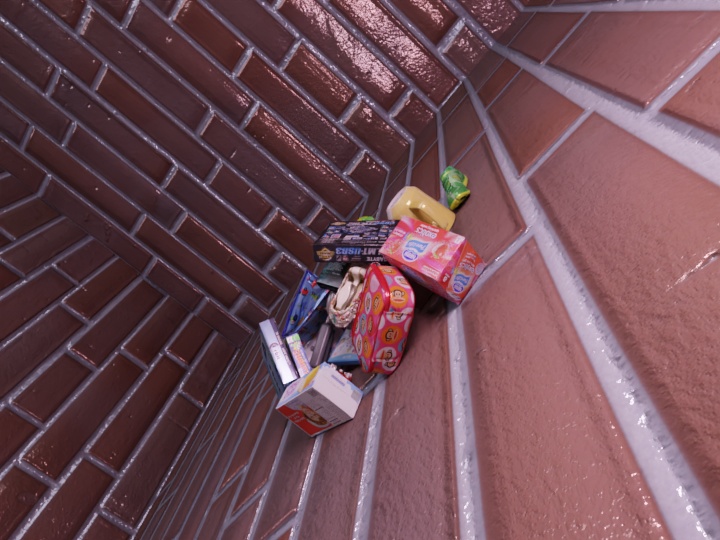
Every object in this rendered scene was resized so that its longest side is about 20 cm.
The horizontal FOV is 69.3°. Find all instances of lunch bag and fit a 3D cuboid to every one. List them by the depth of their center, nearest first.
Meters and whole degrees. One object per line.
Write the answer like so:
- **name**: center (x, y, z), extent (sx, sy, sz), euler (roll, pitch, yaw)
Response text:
- **lunch bag**: center (0.040, 0.093, 1.086), extent (0.177, 0.080, 0.204), euler (-117, 36, -60)
- **lunch bag**: center (-0.139, 0.122, 1.435), extent (0.203, 0.093, 0.151), euler (-62, -16, -6)

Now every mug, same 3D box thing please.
- **mug**: center (0.161, -0.150, 1.387), extent (0.186, 0.152, 0.151), euler (-38, 17, 50)

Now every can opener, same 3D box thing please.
- **can opener**: center (-0.079, 0.166, 1.377), extent (0.204, 0.065, 0.053), euler (-69, -28, -16)

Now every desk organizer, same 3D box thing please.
- **desk organizer**: center (0.115, 0.027, 1.240), extent (0.078, 0.071, 0.200), euler (-54, 11, 0)

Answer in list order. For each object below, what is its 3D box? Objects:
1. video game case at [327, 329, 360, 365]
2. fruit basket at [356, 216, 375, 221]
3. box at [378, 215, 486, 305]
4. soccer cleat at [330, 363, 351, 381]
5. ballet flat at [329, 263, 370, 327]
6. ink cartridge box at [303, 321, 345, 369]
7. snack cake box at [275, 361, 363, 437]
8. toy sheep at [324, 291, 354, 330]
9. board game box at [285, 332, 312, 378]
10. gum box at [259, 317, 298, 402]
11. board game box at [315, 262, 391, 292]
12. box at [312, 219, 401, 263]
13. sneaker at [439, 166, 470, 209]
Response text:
- **video game case**: center (0.007, 0.154, 1.333), extent (0.141, 0.018, 0.202), euler (-14, 38, 47)
- **fruit basket**: center (0.025, -0.066, 1.470), extent (0.153, 0.220, 0.215), euler (-4, -26, -40)
- **box**: center (0.140, -0.025, 1.047), extent (0.101, 0.095, 0.199), euler (-53, 36, -5)
- **soccer cleat**: center (-0.073, 0.277, 1.267), extent (0.087, 0.068, 0.200), euler (-64, 10, -13)
- **ballet flat**: center (-0.013, 0.033, 1.171), extent (0.064, 0.074, 0.203), euler (71, -143, -56)
- **ink cartridge box**: center (-0.091, 0.211, 1.483), extent (0.201, 0.085, 0.147), euler (-53, 12, -10)
- **snack cake box**: center (-0.095, 0.292, 1.162), extent (0.199, 0.114, 0.068), euler (-39, 16, 48)
- **toy sheep**: center (-0.014, 0.083, 1.303), extent (0.198, 0.138, 0.139), euler (1, 50, 50)
- **board game box**: center (-0.157, 0.262, 1.335), extent (0.034, 0.137, 0.201), euler (-17, -25, -19)
- **gum box**: center (-0.212, 0.246, 1.349), extent (0.044, 0.172, 0.201), euler (-18, -27, -19)
- **board game box**: center (0.000, 0.000, 1.257), extent (0.197, 0.028, 0.137), euler (14, 62, 38)
- **box**: center (0.002, -0.072, 1.234), extent (0.199, 0.194, 0.051), euler (-67, -25, -68)
- **sneaker**: center (0.252, -0.231, 1.439), extent (0.074, 0.083, 0.201), euler (-46, 13, 25)
